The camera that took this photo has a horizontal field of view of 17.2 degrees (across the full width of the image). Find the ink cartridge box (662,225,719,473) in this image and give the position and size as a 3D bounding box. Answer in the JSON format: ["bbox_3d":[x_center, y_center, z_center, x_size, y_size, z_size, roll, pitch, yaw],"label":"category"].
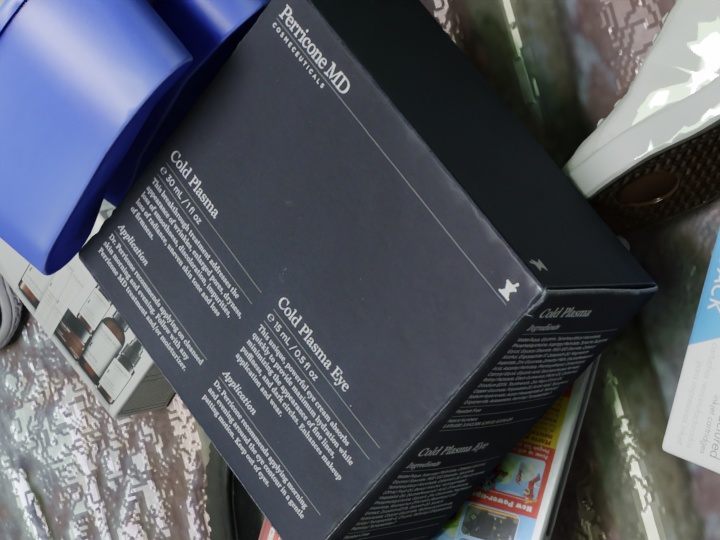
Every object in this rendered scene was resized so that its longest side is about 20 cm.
[{"bbox_3d":[0.243,0.056,1.038,0.199,0.068,0.116,21,107,32],"label":"ink cartridge box"}]

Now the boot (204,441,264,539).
[{"bbox_3d":[0.003,0.154,1.214,0.157,0.079,0.212,13,108,38],"label":"boot"}]

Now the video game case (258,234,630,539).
[{"bbox_3d":[0.039,0.065,1.164,0.142,0.017,0.201,14,83,23],"label":"video game case"}]

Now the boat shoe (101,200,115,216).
[{"bbox_3d":[-0.118,-0.056,1.259,0.200,0.070,0.072,34,113,10],"label":"boat shoe"}]

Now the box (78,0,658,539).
[{"bbox_3d":[0.000,0.000,1.100,0.182,0.104,0.200,-50,64,27],"label":"box"}]

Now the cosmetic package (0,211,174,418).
[{"bbox_3d":[-0.162,-0.019,1.335,0.200,0.051,0.083,49,119,22],"label":"cosmetic package"}]

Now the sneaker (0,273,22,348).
[{"bbox_3d":[-0.296,-0.019,1.391,0.200,0.115,0.075,40,115,26],"label":"sneaker"}]

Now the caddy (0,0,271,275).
[{"bbox_3d":[-0.131,-0.095,1.122,0.105,0.141,0.200,42,135,5],"label":"caddy"}]

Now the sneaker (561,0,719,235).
[{"bbox_3d":[0.159,-0.092,1.095,0.200,0.073,0.085,-38,56,29],"label":"sneaker"}]
